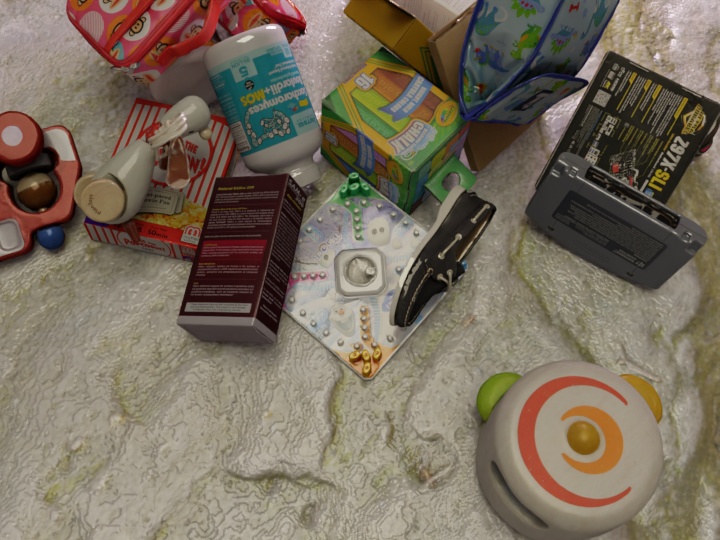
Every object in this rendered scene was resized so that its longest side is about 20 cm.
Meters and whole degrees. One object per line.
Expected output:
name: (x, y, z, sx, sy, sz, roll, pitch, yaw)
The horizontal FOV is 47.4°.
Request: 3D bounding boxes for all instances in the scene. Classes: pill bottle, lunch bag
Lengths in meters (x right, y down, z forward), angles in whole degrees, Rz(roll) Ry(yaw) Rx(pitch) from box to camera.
pill bottle: (-0.116, -0.201, 1.050, 0.110, 0.111, 0.201, -25, 103, -15)
lunch bag: (-0.250, -0.336, 1.019, 0.200, 0.082, 0.176, -47, 68, 4)
lunch bag: (-0.168, -0.395, 1.153, 0.082, 0.176, 0.200, -41, 84, 18)
pill bottle: (-0.261, -0.330, 1.133, 0.116, 0.117, 0.201, -20, 67, -13)
lunch bag: (0.209, -0.272, 1.012, 0.127, 0.201, 0.170, 39, 27, 26)

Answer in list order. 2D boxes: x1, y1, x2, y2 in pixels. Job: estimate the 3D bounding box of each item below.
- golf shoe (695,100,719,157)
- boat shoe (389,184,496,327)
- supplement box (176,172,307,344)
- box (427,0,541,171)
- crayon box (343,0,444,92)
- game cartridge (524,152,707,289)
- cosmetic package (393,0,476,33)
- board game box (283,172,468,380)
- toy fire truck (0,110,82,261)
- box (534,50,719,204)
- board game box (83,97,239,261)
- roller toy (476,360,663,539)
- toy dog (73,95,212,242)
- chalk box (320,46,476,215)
golf shoe: (0.404, -0.173, 1.119, 0.199, 0.088, 0.077, -31, 71, -14)
boat shoe: (0.098, -0.012, 0.979, 0.060, 0.074, 0.201, 25, 63, 15)
supplement box: (-0.141, -0.016, 0.993, 0.108, 0.061, 0.201, 0, 65, 24)
box: (0.177, -0.259, 1.095, 0.163, 0.201, 0.021, -42, 39, -21)
crayon box: (0.062, -0.307, 1.089, 0.051, 0.200, 0.127, -51, 49, 12)
game cartridge: (0.312, -0.057, 1.028, 0.199, 0.133, 0.042, 31, 66, 6)
cosmetic package: (0.095, -0.432, 1.228, 0.200, 0.081, 0.113, 38, 67, 15)
board game box: (0.000, 0.000, 1.026, 0.200, 0.026, 0.200, 39, 75, 14)
toy fire truck: (-0.444, -0.096, 1.023, 0.199, 0.112, 0.169, -17, 90, -11)
box: (0.341, -0.159, 1.062, 0.159, 0.049, 0.201, 27, 106, 5)
board game box: (-0.250, -0.119, 1.069, 0.150, 0.046, 0.201, 12, 64, 2)
roller toy: (0.228, 0.198, 0.896, 0.199, 0.140, 0.184, 7, 64, -1)
toy dog: (-0.249, -0.111, 0.982, 0.199, 0.096, 0.132, -33, 26, 12)
chalk box: (0.059, -0.164, 1.069, 0.200, 0.124, 0.125, 38, 68, 14)
